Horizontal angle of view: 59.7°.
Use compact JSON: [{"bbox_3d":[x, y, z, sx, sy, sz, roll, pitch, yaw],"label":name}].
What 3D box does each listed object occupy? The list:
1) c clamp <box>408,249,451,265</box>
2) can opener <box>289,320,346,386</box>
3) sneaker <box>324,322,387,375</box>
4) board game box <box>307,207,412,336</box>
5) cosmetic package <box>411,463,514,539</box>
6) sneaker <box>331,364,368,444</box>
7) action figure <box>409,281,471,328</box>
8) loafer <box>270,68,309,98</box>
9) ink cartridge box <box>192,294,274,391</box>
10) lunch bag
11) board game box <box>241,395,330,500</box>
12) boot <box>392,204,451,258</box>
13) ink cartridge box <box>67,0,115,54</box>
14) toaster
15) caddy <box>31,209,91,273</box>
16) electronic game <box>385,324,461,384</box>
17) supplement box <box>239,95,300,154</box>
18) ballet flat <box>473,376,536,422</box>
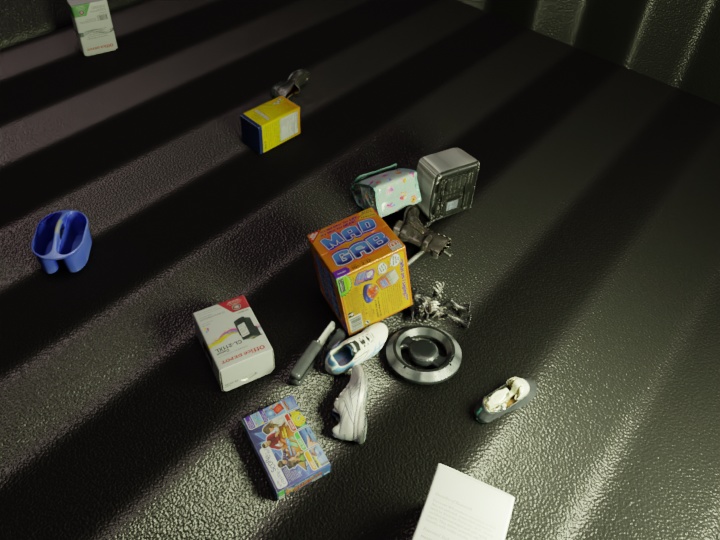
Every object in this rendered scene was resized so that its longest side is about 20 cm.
[{"bbox_3d":[0.148,-0.054,1.872,0.198,0.028,0.170,-31,56,-31],"label":"c clamp"},{"bbox_3d":[-0.102,0.210,1.575,0.065,0.054,0.201,21,49,17],"label":"can opener"},{"bbox_3d":[-0.004,0.194,1.578,0.197,0.073,0.073,-32,78,-26],"label":"sneaker"},{"bbox_3d":[0.000,0.000,1.648,0.195,0.204,0.201,-23,42,-13],"label":"board game box"},{"bbox_3d":[0.184,0.529,1.208,0.162,0.170,0.202,18,46,14],"label":"cosmetic package"},{"bbox_3d":[-0.023,0.307,1.477,0.084,0.076,0.203,2,45,4],"label":"sneaker"},{"bbox_3d":[0.201,0.090,1.686,0.194,0.104,0.121,13,47,3],"label":"action figure"},{"bbox_3d":[-0.264,-0.720,2.462,0.072,0.074,0.200,36,62,17],"label":"loafer"},{"bbox_3d":[-0.316,0.178,1.566,0.143,0.084,0.201,-19,50,-23],"label":"ink cartridge box"},{"bbox_3d":[0.074,-0.259,1.998,0.167,0.125,0.199,-21,25,-19],"label":"lunch bag"},{"bbox_3d":[-0.169,0.391,1.404,0.132,0.035,0.201,-20,51,-22],"label":"board game box"},{"bbox_3d":[0.195,-0.111,1.886,0.170,0.071,0.201,22,39,13],"label":"boot"},{"bbox_3d":[-1.096,-1.004,2.568,0.144,0.204,0.083,-23,47,-26],"label":"ink cartridge box"},{"bbox_3d":[0.263,-0.267,1.985,0.196,0.184,0.119,-20,47,-24],"label":"toaster"},{"bbox_3d":[-0.838,-0.087,1.761,0.137,0.107,0.203,-3,46,-9],"label":"caddy"},{"bbox_3d":[0.161,0.212,1.603,0.193,0.043,0.203,0,38,0],"label":"electronic game"},{"bbox_3d":[-0.318,-0.519,2.226,0.109,0.111,0.198,35,52,27],"label":"supplement box"},{"bbox_3d":[0.359,0.302,1.515,0.196,0.074,0.073,-22,51,-25],"label":"ballet flat"}]
